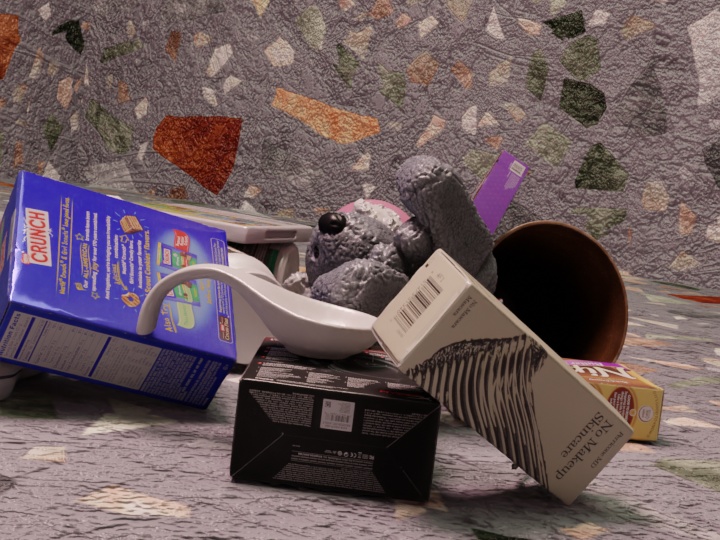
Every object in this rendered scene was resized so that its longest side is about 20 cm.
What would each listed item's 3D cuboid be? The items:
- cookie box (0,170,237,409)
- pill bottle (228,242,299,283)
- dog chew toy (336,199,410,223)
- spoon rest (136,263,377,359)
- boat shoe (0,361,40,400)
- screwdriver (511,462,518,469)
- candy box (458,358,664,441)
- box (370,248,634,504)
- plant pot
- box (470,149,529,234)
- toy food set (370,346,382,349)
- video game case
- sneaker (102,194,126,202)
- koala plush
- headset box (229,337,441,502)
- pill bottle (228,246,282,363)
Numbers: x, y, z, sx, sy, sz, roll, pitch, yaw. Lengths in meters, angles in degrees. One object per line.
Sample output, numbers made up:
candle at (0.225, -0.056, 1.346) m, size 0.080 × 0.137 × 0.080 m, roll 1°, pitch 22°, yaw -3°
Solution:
cookie box at (-0.215, 0.016, 1.048) m, size 0.197 × 0.076 × 0.173 m, roll 17°, pitch 37°, yaw -24°
pill bottle at (-0.182, 0.007, 1.509) m, size 0.196 × 0.115 × 0.113 m, roll 9°, pitch 6°, yaw 8°
dog chew toy at (0.000, 0.000, 1.305) m, size 0.122 × 0.127 × 0.200 m, roll 8°, pitch 21°, yaw 11°
spoon rest at (-0.076, 0.031, 0.954) m, size 0.196 × 0.062 × 0.099 m, roll 6°, pitch 7°, yaw 2°
boat shoe at (-0.320, 0.064, 1.032) m, size 0.072 × 0.068 × 0.200 m, roll 7°, pitch 6°, yaw 0°
screwdriver at (0.153, 0.150, 1.025) m, size 0.029 × 0.028 × 0.200 m, roll 38°, pitch 14°, yaw 8°
candy box at (0.184, 0.120, 1.185) m, size 0.196 × 0.058 × 0.117 m, roll 5°, pitch 6°, yaw -8°
box at (0.105, 0.080, 0.879) m, size 0.199 × 0.082 × 0.068 m, roll 39°, pitch 6°, yaw -28°
plant pot at (0.172, 0.050, 1.355) m, size 0.184 × 0.191 × 0.200 m, roll 5°, pitch -6°, yaw -16°
box at (0.108, -0.027, 1.289) m, size 0.039 × 0.138 × 0.201 m, roll 33°, pitch 39°, yaw 1°
toy food set at (-0.009, 0.091, 1.191) m, size 0.141 × 0.062 × 0.200 m, roll 8°, pitch 6°, yaw -1°
video game case at (-0.183, -0.058, 1.461) m, size 0.197 × 0.023 × 0.182 m, roll 11°, pitch 6°, yaw 22°
sneaker at (-0.298, 0.002, 1.181) m, size 0.075 × 0.199 × 0.089 m, roll 49°, pitch 11°, yaw -6°
koala plush at (0.016, 0.003, 1.136) m, size 0.199 × 0.178 × 0.184 m, roll 14°, pitch -29°, yaw 50°
headset box at (-0.016, 0.109, 0.946) m, size 0.146 × 0.079 × 0.200 m, roll 7°, pitch 5°, yaw 0°
pill bottle at (-0.152, 0.032, 1.303) m, size 0.115 × 0.119 × 0.199 m, roll 4°, pitch 7°, yaw -25°
